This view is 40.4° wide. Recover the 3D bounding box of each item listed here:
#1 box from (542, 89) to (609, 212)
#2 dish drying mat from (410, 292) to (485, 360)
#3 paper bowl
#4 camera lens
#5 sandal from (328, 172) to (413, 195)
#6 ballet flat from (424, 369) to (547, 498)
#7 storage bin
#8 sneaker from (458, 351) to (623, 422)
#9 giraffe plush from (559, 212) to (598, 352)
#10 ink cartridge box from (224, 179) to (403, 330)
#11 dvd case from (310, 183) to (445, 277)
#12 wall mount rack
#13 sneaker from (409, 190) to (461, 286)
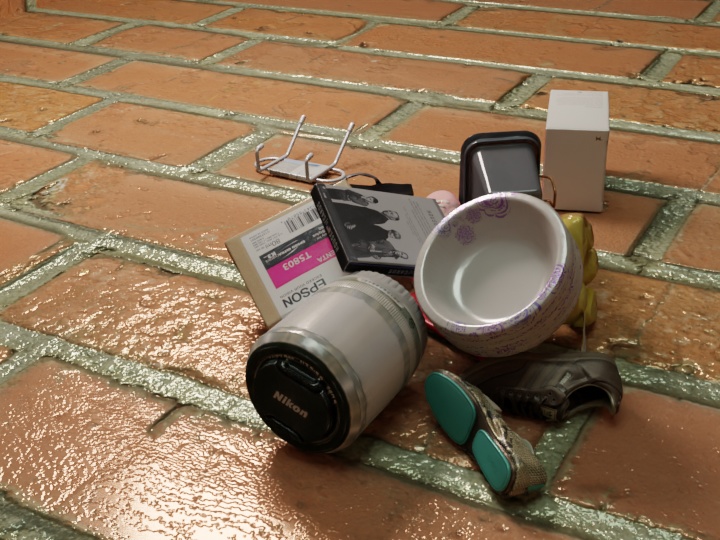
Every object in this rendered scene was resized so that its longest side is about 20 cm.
[{"bbox_3d":[0.380,-0.215,1.724,0.106,0.153,0.200,4,29,12],"label":"box"},{"bbox_3d":[0.133,0.075,1.361,0.077,0.018,0.200,-19,31,-31],"label":"dish drying mat"},{"bbox_3d":[0.174,0.012,1.203,0.200,0.104,0.202,-16,55,23],"label":"paper bowl"},{"bbox_3d":[-0.028,0.107,1.167,0.159,0.161,0.200,14,33,28],"label":"camera lens"},{"bbox_3d":[0.006,-0.134,1.615,0.076,0.043,0.200,-20,-10,38],"label":"sandal"},{"bbox_3d":[0.147,0.186,1.122,0.075,0.068,0.200,6,27,-32],"label":"ballet flat"},{"bbox_3d":[0.230,-0.090,1.489,0.145,0.201,0.135,-3,39,-1],"label":"storage bin"},{"bbox_3d":[0.215,0.144,1.174,0.199,0.071,0.076,-8,44,5],"label":"sneaker"},{"bbox_3d":[0.229,0.022,1.326,0.161,0.173,0.201,-1,52,22],"label":"giraffe plush"},{"bbox_3d":[-0.066,-0.011,1.362,0.199,0.075,0.165,-28,56,-6],"label":"ink cartridge box"},{"bbox_3d":[0.043,-0.051,1.316,0.199,0.025,0.151,5,43,-31],"label":"dvd case"},{"bbox_3d":[-0.104,-0.232,1.884,0.199,0.075,0.174,14,33,27],"label":"wall mount rack"},{"bbox_3d":[0.101,-0.077,1.473,0.075,0.105,0.201,-8,41,26],"label":"sneaker"}]
